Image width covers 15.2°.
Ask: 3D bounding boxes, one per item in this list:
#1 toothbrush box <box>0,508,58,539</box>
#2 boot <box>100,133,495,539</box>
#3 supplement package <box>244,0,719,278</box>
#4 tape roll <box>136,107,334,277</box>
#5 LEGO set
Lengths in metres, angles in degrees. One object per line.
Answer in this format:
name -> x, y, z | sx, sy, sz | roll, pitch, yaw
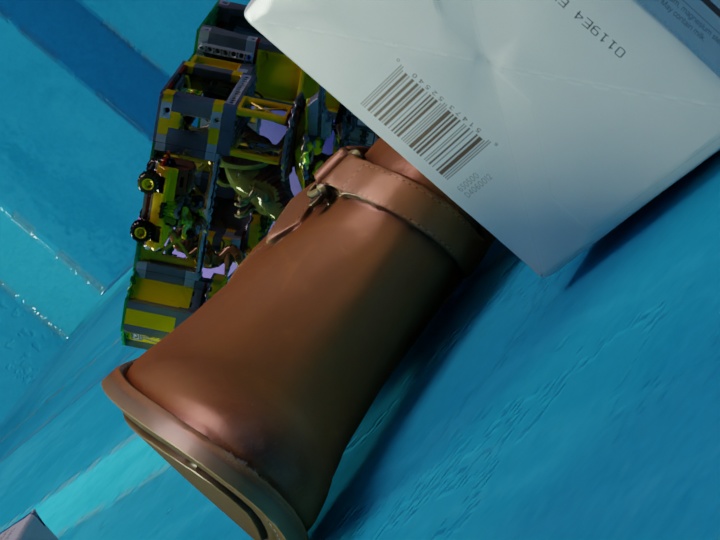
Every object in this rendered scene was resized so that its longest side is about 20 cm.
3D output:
toothbrush box -> -0.141, 0.163, 0.609 | 0.200, 0.085, 0.147 | -34, 12, 20
boot -> 0.000, 0.000, 0.817 | 0.155, 0.074, 0.200 | -46, 9, 4
supplement package -> 0.080, -0.118, 0.731 | 0.200, 0.114, 0.109 | -54, 8, -34
tape roll -> -0.057, -0.084, 1.702 | 0.200, 0.066, 0.200 | -49, 6, 7
LEGO set -> -0.028, -0.036, 1.199 | 0.200, 0.115, 0.155 | -63, -16, -78
